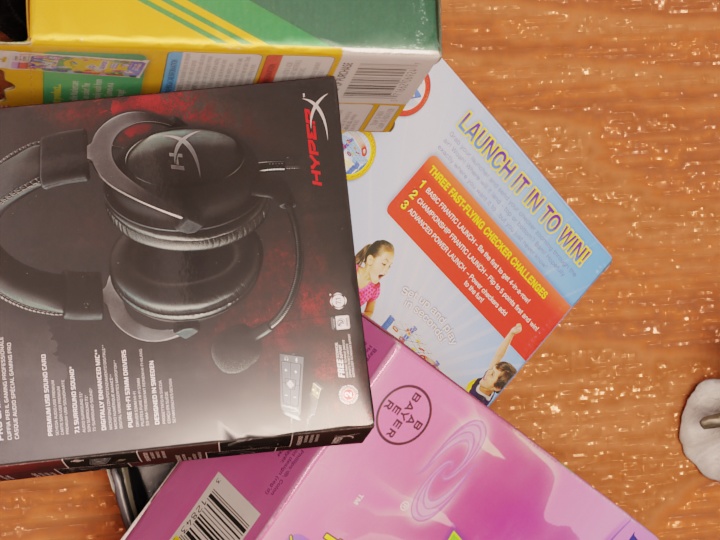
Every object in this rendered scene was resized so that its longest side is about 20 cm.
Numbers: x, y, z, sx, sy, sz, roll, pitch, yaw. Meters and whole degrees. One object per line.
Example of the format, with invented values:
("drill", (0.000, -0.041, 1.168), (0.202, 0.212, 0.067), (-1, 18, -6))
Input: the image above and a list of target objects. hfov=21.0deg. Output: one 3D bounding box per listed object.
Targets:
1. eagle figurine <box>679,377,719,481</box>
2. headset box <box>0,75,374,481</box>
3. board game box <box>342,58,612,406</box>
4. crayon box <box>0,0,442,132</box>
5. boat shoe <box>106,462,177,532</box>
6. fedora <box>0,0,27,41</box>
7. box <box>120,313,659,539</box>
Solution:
("eagle figurine", (0.288, 0.057, 1.065), (0.200, 0.151, 0.152), (-29, 145, -40))
("headset box", (-0.102, 0.007, 0.814), (0.199, 0.077, 0.150), (-5, 80, -6))
("board game box", (0.000, 0.000, 0.978), (0.196, 0.056, 0.200), (-49, 122, -8))
("crayon box", (-0.074, -0.100, 0.834), (0.199, 0.126, 0.052), (0, 80, -9))
("boat shoe", (-0.097, 0.086, 0.985), (0.072, 0.063, 0.201), (-10, 94, -11))
("fedora", (-0.086, -0.171, 0.887), (0.200, 0.201, 0.092), (4, 63, -14))
("box", (0.011, 0.138, 0.938), (0.200, 0.097, 0.176), (38, 88, -33))
